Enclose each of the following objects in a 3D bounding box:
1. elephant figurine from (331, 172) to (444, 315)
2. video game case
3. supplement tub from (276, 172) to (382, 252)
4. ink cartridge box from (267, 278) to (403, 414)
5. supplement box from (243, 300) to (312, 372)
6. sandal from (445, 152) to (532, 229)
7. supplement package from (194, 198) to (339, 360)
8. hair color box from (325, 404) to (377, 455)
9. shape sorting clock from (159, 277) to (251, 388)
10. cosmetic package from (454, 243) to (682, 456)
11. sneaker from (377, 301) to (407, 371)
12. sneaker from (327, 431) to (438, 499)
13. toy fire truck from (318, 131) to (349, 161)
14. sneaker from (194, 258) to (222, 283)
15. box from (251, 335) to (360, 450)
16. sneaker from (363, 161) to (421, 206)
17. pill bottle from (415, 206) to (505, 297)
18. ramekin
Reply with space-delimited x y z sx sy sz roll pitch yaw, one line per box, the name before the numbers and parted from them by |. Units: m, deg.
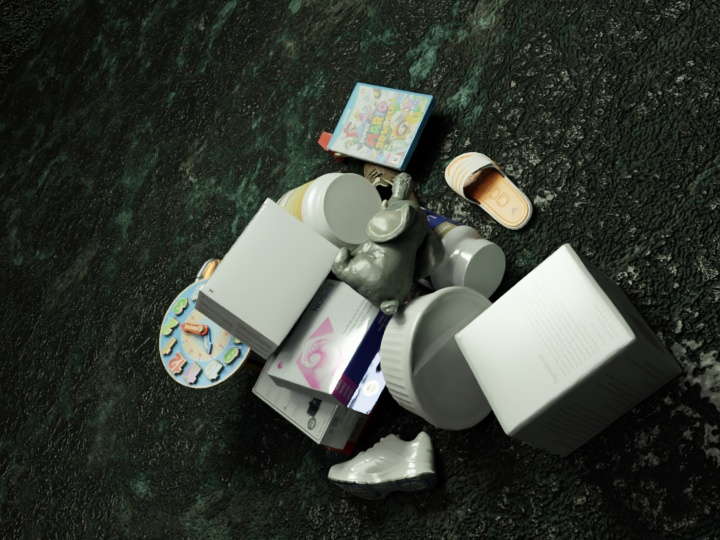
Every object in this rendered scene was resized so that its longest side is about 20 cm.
elephant figurine | 0.055 -0.047 1.166 0.155 0.142 0.201 37 88 15
video game case | 0.036 -0.271 1.445 0.199 0.018 0.144 22 86 43
supplement tub | -0.061 -0.094 1.401 0.199 0.143 0.146 -13 61 59
ink cartridge box | -0.024 0.112 1.228 0.199 0.043 0.197 8 57 40
supplement box | -0.149 0.090 1.451 0.201 0.110 0.086 -55 43 7
sandal | 0.203 -0.144 1.275 0.079 0.059 0.207 -53 45 9
supplement package | -0.154 0.016 1.297 0.201 0.155 0.111 -56 3 -24
hair color box | -0.070 0.223 1.352 0.199 0.061 0.102 29 91 46
shape sorting clock | -0.269 0.106 1.360 0.198 0.039 0.202 -8 71 24
cosmetic package | 0.268 0.109 1.018 0.200 0.167 0.167 -42 49 19
sneaker | 0.060 0.075 1.308 0.094 0.079 0.202 -10 55 7
sneaker | 0.037 0.306 1.220 0.198 0.075 0.088 -15 49 30
toy fire truck | 0.020 -0.266 1.502 0.199 0.049 0.142 29 87 45
sneaker | -0.254 0.078 1.434 0.111 0.077 0.203 -1 79 40
box | -0.084 0.197 1.290 0.199 0.060 0.118 24 88 45
sneaker | 0.048 -0.158 1.413 0.071 0.075 0.201 -48 45 14
pill bottle | 0.129 -0.027 1.250 0.199 0.115 0.117 27 89 45
ramekin | 0.117 0.125 1.138 0.094 0.201 0.205 0 70 54
